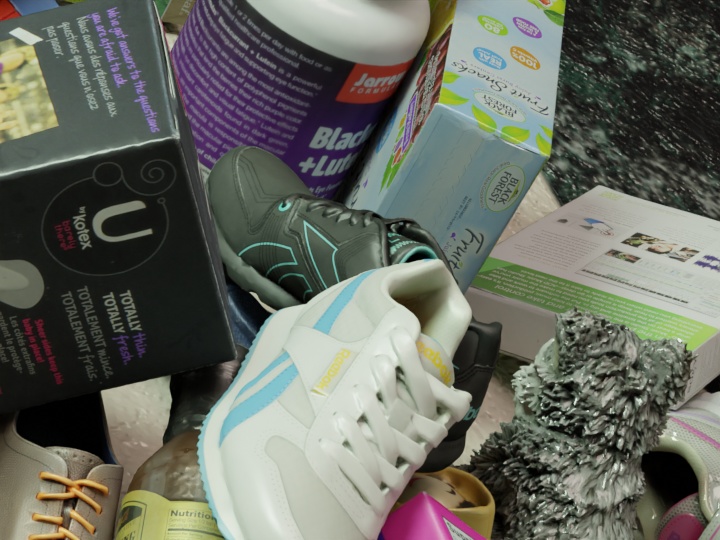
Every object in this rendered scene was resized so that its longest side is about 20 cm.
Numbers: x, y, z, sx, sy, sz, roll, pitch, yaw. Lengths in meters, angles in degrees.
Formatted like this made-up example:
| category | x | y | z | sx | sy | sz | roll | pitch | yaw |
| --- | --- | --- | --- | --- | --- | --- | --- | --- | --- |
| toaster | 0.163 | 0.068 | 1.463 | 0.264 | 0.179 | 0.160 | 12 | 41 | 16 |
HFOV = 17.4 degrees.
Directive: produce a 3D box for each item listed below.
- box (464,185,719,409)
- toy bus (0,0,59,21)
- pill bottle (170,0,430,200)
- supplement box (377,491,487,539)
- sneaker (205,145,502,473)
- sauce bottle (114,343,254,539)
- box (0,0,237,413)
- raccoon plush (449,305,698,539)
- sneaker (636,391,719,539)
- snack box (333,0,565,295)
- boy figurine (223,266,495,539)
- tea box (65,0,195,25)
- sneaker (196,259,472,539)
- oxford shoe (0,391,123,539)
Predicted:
| category | x | y | z | sx | sy | sz | roll | pitch | yaw |
| --- | --- | --- | --- | --- | --- | --- | --- | --- | --- |
| box | 0.150 | 0.010 | 1.291 | 0.144 | 0.036 | 0.200 | 18 | 23 | 26 |
| toy bus | -0.207 | -0.123 | 1.003 | 0.192 | 0.136 | 0.200 | 54 | 35 | -1 |
| pill bottle | -0.033 | -0.113 | 1.190 | 0.111 | 0.200 | 0.111 | 21 | 34 | -15 |
| supplement box | 0.043 | 0.201 | 0.895 | 0.103 | 0.101 | 0.200 | 41 | 17 | -45 |
| sneaker | 0.000 | 0.000 | 1.069 | 0.075 | 0.079 | 0.200 | 0 | 40 | -44 |
| sauce bottle | -0.065 | 0.116 | 0.917 | 0.065 | 0.065 | 0.200 | 22 | 44 | -16 |
| box | -0.162 | -0.017 | 0.940 | 0.200 | 0.122 | 0.106 | -12 | 42 | -1 |
| raccoon plush | 0.114 | 0.115 | 1.070 | 0.097 | 0.134 | 0.200 | 9 | 38 | -35 |
| sneaker | 0.190 | 0.142 | 1.162 | 0.088 | 0.081 | 0.200 | -1 | 37 | -40 |
| snack box | 0.038 | -0.058 | 1.209 | 0.068 | 0.169 | 0.200 | 25 | 34 | -7 |
| boy figurine | -0.022 | 0.073 | 1.080 | 0.200 | 0.064 | 0.124 | 44 | 31 | 23 |
| tea box | -0.180 | -0.262 | 1.330 | 0.197 | 0.134 | 0.200 | 9 | 38 | -34 |
| sneaker | -0.005 | 0.059 | 0.916 | 0.077 | 0.081 | 0.200 | 54 | 24 | -22 |
| oxford shoe | -0.130 | 0.109 | 0.924 | 0.071 | 0.073 | 0.200 | 18 | 35 | -22 |
